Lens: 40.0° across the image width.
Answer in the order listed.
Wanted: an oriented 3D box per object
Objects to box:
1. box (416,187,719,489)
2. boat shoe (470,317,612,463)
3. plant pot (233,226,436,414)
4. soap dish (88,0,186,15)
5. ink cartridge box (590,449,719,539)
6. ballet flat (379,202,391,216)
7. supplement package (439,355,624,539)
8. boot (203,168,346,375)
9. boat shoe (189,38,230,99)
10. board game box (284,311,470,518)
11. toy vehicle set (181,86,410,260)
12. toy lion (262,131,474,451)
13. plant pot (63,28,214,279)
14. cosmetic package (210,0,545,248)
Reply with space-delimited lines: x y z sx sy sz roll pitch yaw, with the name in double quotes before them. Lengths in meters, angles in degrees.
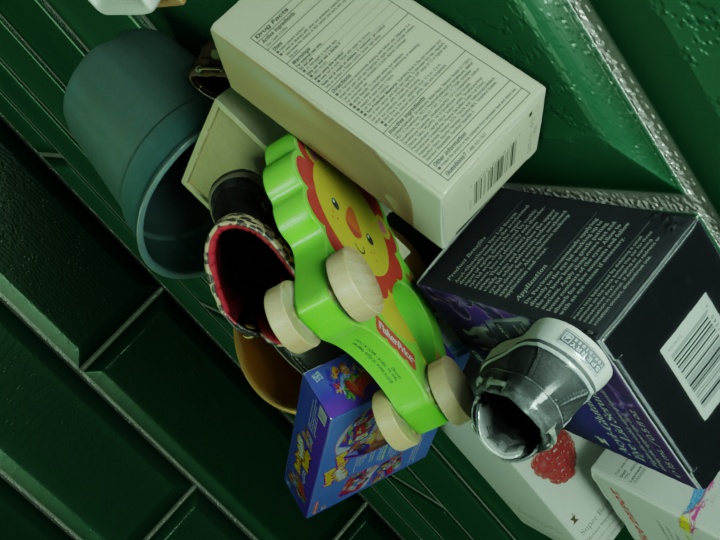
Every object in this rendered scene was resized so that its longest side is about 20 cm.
"box" 0.158 0.038 0.679 0.148 0.104 0.200 50 164 -26
"boat shoe" 0.101 0.089 0.632 0.072 0.068 0.200 42 165 7
"plant pot" 0.006 0.059 0.993 0.200 0.201 0.183 33 -178 36
"soap dish" -0.219 -0.303 0.789 0.200 0.081 0.157 53 163 -30
"ink cartridge box" 0.304 0.207 0.795 0.199 0.084 0.145 23 154 53
"ballet flat" 0.005 -0.070 0.853 0.069 0.071 0.200 47 166 -17
"supplement package" 0.168 0.150 0.928 0.200 0.121 0.120 49 165 -22
"boot" -0.059 0.024 0.763 0.151 0.073 0.201 -105 -10 -75
"boat shoe" -0.072 -0.142 0.850 0.202 0.075 0.075 33 162 37
"board game box" 0.009 0.128 0.849 0.045 0.134 0.201 55 154 26
"toy vehicle set" -0.060 -0.047 0.840 0.200 0.027 0.124 44 143 3
"toy lion" 0.000 0.000 0.706 0.200 0.068 0.193 48 -156 -35
"plant pot" -0.189 -0.132 1.003 0.196 0.200 0.201 46 168 28
"cosmetic package" 0.010 -0.119 0.645 0.200 0.105 0.071 40 164 21
